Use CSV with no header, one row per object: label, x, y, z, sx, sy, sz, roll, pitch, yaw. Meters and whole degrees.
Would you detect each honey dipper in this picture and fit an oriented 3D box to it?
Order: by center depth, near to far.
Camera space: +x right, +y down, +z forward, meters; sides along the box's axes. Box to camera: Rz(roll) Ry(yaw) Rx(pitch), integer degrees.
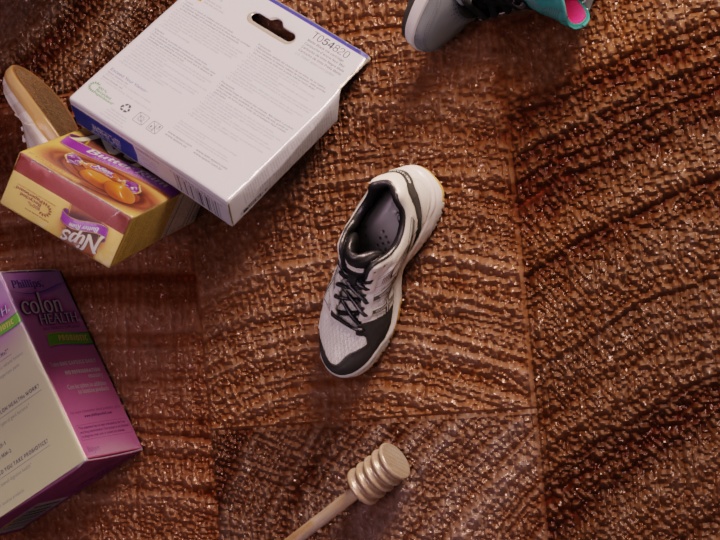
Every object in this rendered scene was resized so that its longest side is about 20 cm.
honey dipper,-0.036,0.224,1.692,0.200,0.038,0.038,-41,73,27

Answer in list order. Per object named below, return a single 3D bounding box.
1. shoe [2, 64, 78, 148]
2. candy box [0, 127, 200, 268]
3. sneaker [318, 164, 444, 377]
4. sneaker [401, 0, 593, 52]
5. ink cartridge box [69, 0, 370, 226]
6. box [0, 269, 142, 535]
shoe,-0.291,-0.108,1.796,0.053,0.070,0.201,-38,76,14
candy box,-0.221,-0.074,1.674,0.116,0.200,0.057,30,108,7
sneaker,0.000,0.000,1.636,0.075,0.087,0.202,26,104,23
sneaker,0.132,-0.233,1.567,0.200,0.083,0.121,-48,61,19
ink cartridge box,-0.123,-0.161,1.687,0.199,0.041,0.200,33,66,24
box,-0.336,0.130,1.811,0.175,0.096,0.201,-34,77,24
